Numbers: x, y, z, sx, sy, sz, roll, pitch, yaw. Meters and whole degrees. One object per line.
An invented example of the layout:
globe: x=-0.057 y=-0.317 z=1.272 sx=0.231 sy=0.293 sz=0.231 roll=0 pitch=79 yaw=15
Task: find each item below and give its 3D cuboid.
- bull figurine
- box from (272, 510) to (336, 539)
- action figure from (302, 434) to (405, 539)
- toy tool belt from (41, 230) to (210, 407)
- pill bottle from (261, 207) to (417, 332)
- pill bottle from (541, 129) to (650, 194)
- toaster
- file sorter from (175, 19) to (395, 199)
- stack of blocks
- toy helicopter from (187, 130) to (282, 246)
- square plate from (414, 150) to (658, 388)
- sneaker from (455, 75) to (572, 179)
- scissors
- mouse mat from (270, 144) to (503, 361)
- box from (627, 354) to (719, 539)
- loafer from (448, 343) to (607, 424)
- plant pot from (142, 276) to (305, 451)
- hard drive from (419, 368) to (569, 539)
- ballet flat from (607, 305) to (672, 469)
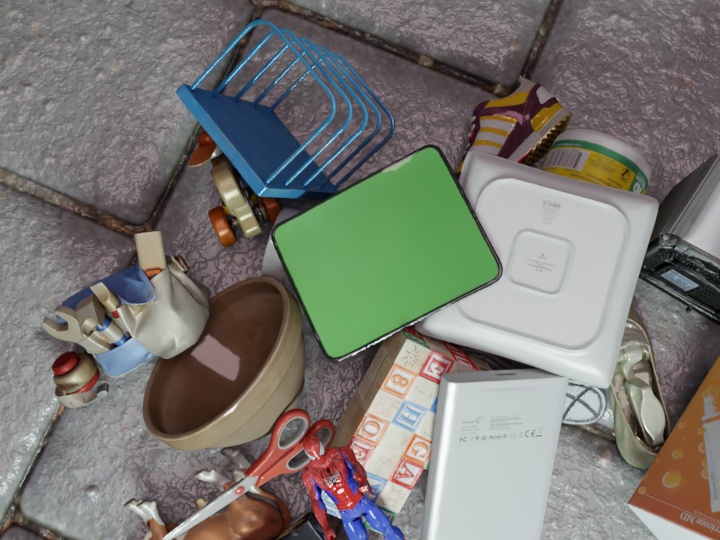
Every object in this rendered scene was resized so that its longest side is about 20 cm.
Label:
bull figurine: x=-0.176 y=0.277 z=0.925 sx=0.200 sy=0.065 sz=0.121 roll=-29 pitch=96 yaw=-9
box: x=-0.067 y=0.381 z=0.887 sx=0.198 sy=0.050 sz=0.200 roll=-39 pitch=88 yaw=1
action figure: x=0.003 y=0.245 z=0.850 sx=0.065 sy=0.099 sz=0.200 roll=-31 pitch=107 yaw=0
toy tool belt: x=-0.268 y=0.044 z=0.945 sx=0.200 sy=0.125 sz=0.123 roll=-29 pitch=119 yaw=7
pill bottle: x=0.000 y=0.000 z=0.964 sx=0.200 sy=0.113 sz=0.113 roll=17 pitch=79 yaw=4
pill bottle: x=0.225 y=-0.040 z=0.962 sx=0.113 sy=0.113 sz=0.200 roll=26 pitch=79 yaw=6
toaster: x=0.391 y=-0.016 z=0.920 sx=0.181 sy=0.200 sz=0.119 roll=31 pitch=84 yaw=7
file sorter: x=-0.067 y=-0.167 z=0.940 sx=0.123 sy=0.200 sz=0.139 roll=-43 pitch=79 yaw=17
stack of blocks: x=0.043 y=0.167 z=0.914 sx=0.115 sy=0.059 sz=0.200 roll=26 pitch=100 yaw=-16
toy helicopter: x=-0.139 y=-0.097 z=0.941 sx=0.079 sy=0.200 sz=0.132 roll=-23 pitch=96 yaw=-4
square plate: x=0.175 y=-0.006 z=0.881 sx=0.200 sy=0.028 sz=0.198 roll=16 pitch=84 yaw=9
sneaker: x=0.145 y=-0.139 z=1.019 sx=0.200 sy=0.075 sz=0.090 roll=-40 pitch=72 yaw=-14
scissors: x=-0.109 y=0.218 z=0.899 sx=0.200 sy=0.073 sz=0.014 roll=-46 pitch=42 yaw=-3
mouse mat: x=0.023 y=-0.019 z=0.893 sx=0.200 sy=0.008 sz=0.161 roll=-27 pitch=74 yaw=8
box: x=0.385 y=0.196 z=0.887 sx=0.097 sy=0.124 sz=0.200 roll=46 pitch=72 yaw=-28
loafer: x=0.167 y=0.120 z=0.971 sx=0.200 sy=0.063 sz=0.072 roll=13 pitch=108 yaw=9
plant pot: x=-0.124 y=0.111 z=0.930 sx=0.201 sy=0.201 sz=0.093 roll=-51 pitch=122 yaw=-9
hard drive: x=0.134 y=0.196 z=0.897 sx=0.132 sy=0.027 sz=0.200 roll=-1 pitch=109 yaw=-18
ballet flat: x=0.296 y=0.113 z=0.960 sx=0.069 sy=0.069 sz=0.200 roll=-12 pitch=78 yaw=-2
